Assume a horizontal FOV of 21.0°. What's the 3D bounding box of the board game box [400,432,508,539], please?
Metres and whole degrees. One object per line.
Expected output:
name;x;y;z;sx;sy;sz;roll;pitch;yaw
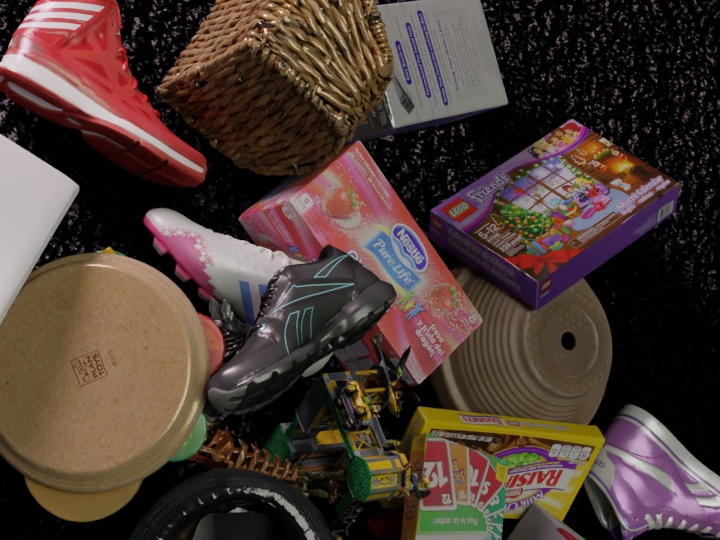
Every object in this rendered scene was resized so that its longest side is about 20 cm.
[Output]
board game box;0.076;0.248;1.665;0.095;0.030;0.201;22;66;-31

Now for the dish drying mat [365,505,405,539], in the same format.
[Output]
dish drying mat;0.091;0.285;1.732;0.200;0.077;0.018;50;51;-15

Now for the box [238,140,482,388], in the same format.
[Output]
box;0.000;0.000;1.707;0.095;0.103;0.200;-42;103;-29

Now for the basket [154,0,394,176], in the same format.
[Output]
basket;-0.052;-0.180;1.643;0.143;0.200;0.149;40;64;-19

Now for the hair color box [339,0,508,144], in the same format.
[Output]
hair color box;0.047;-0.183;1.748;0.200;0.065;0.110;-17;91;-56

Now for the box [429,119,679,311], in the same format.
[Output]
box;0.181;-0.056;1.811;0.200;0.137;0.039;-33;142;-31

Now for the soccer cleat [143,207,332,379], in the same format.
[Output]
soccer cleat;-0.094;0.004;1.650;0.086;0.070;0.200;-45;102;0

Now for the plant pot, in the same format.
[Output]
plant pot;0.167;0.071;1.803;0.200;0.093;0.202;5;81;-31

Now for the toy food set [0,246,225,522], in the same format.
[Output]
toy food set;-0.210;0.083;1.547;0.198;0.049;0.200;-38;76;-4

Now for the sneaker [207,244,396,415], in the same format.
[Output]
sneaker;-0.060;0.048;1.573;0.079;0.075;0.200;49;50;8

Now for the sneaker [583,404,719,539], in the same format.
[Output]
sneaker;0.296;0.236;1.873;0.200;0.073;0.114;40;68;-9

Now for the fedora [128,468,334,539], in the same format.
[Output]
fedora;-0.111;0.260;1.590;0.200;0.092;0.202;0;89;-6

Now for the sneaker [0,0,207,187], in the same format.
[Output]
sneaker;-0.198;-0.160;1.626;0.200;0.078;0.116;32;69;-25

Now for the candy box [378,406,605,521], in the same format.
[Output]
candy box;0.119;0.178;1.762;0.199;0.026;0.103;8;122;-30

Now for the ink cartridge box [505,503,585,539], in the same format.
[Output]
ink cartridge box;0.228;0.317;1.761;0.200;0.144;0.084;37;91;-21

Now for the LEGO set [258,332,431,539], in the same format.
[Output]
LEGO set;0.006;0.166;1.636;0.115;0.200;0.154;-4;48;-32

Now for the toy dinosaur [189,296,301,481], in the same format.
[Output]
toy dinosaur;-0.139;0.108;1.605;0.200;0.102;0.136;43;65;-13

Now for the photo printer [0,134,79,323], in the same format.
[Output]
photo printer;-0.341;-0.051;1.509;0.200;0.069;0.167;33;65;-11
